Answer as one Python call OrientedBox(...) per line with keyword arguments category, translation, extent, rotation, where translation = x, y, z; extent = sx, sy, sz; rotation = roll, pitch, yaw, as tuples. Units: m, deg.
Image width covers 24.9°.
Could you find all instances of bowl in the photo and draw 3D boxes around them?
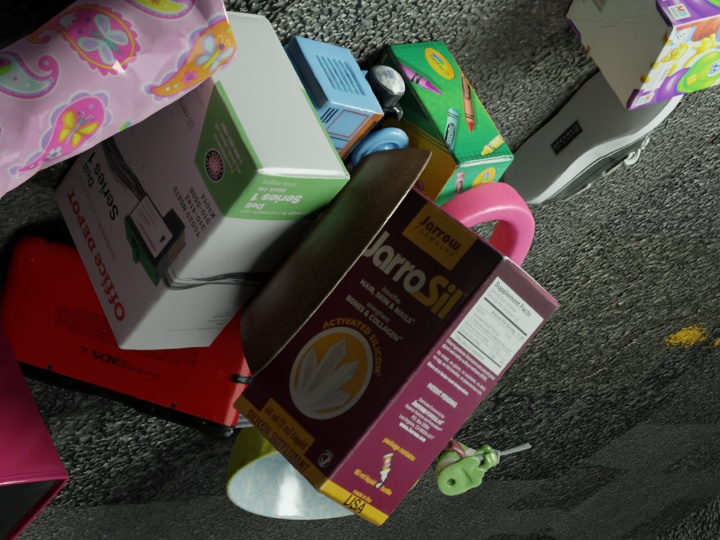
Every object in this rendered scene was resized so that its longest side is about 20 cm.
OrientedBox(category="bowl", translation=(-0.041, 0.169, 1.668), extent=(0.200, 0.108, 0.200), rotation=(-5, 150, -3))

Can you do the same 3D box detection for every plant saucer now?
OrientedBox(category="plant saucer", translation=(-0.026, -0.015, 1.134), extent=(0.200, 0.037, 0.200), rotation=(-52, -176, 5))

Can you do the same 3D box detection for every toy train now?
OrientedBox(category="toy train", translation=(-0.052, -0.084, 1.218), extent=(0.114, 0.087, 0.200), rotation=(9, 136, -44))

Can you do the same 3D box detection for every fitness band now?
OrientedBox(category="fitness band", translation=(0.060, 0.008, 1.268), extent=(0.144, 0.037, 0.200), rotation=(-13, 147, -30))

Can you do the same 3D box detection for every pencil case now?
OrientedBox(category="pencil case", translation=(-0.173, -0.116, 0.986), extent=(0.200, 0.087, 0.087), rotation=(-34, 158, -15))

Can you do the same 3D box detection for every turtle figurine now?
OrientedBox(category="turtle figurine", translation=(0.110, 0.150, 1.754), extent=(0.200, 0.194, 0.144), rotation=(7, 106, -5))

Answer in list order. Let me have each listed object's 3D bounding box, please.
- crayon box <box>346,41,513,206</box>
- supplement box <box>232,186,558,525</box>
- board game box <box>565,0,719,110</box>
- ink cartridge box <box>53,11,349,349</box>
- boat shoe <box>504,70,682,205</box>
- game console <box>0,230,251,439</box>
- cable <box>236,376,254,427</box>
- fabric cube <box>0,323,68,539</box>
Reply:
OrientedBox(category="crayon box", translation=(0.030, -0.070, 1.286), extent=(0.058, 0.119, 0.200), rotation=(-11, 150, -34))
OrientedBox(category="supplement box", translation=(0.024, 0.058, 1.123), extent=(0.200, 0.110, 0.086), rotation=(-51, 139, 0))
OrientedBox(category="board game box", translation=(0.284, -0.217, 1.289), extent=(0.200, 0.103, 0.105), rotation=(-18, 154, -23))
OrientedBox(category="ink cartridge box", translation=(-0.115, -0.058, 1.119), extent=(0.084, 0.146, 0.200), rotation=(-1, 144, -43))
OrientedBox(category="boat shoe", translation=(0.219, -0.120, 1.444), extent=(0.068, 0.074, 0.199), rotation=(7, 139, -46))
OrientedBox(category="game console", translation=(-0.181, 0.052, 1.286), extent=(0.200, 0.119, 0.172), rotation=(17, 113, -4))
OrientedBox(category="cable", translation=(-0.055, 0.076, 1.429), extent=(0.200, 0.069, 0.200), rotation=(-22, -165, -23))
OrientedBox(category="fabric cube", translation=(-0.362, 0.121, 1.141), extent=(0.200, 0.199, 0.196), rotation=(0, 144, -47))
